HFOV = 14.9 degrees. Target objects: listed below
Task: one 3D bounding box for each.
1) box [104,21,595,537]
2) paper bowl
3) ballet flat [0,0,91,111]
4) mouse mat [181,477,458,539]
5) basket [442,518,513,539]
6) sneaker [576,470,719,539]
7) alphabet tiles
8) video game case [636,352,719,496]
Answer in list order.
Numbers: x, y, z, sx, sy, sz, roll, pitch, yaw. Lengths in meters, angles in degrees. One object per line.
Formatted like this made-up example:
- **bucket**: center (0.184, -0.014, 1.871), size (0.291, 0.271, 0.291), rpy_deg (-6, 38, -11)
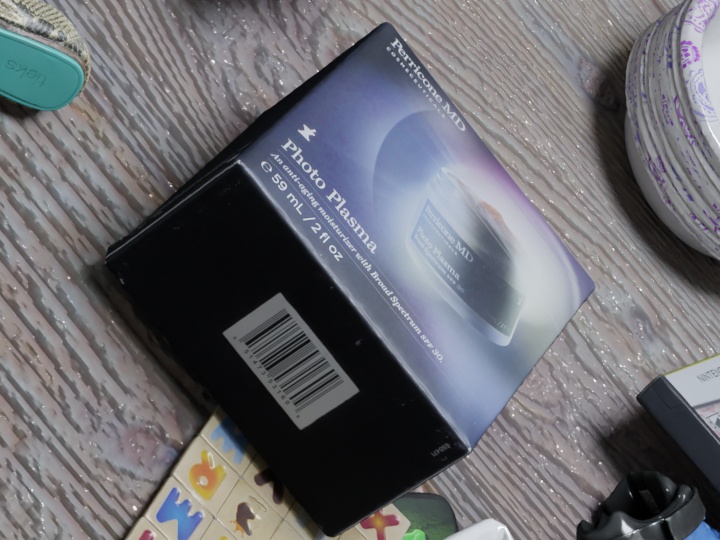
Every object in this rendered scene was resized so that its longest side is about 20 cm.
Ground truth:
- **box**: center (0.000, 0.000, 1.525), size (0.200, 0.123, 0.198), rpy_deg (51, 36, -7)
- **paper bowl**: center (0.256, -0.087, 1.841), size (0.200, 0.104, 0.201), rpy_deg (22, 53, -33)
- **ballet flat**: center (-0.231, -0.142, 1.458), size (0.200, 0.068, 0.075), rpy_deg (20, 32, -41)
- **mouse mat**: center (-0.007, 0.192, 1.499), size (0.200, 0.008, 0.161), rpy_deg (8, 61, -41)
- **basket**: center (0.007, 0.257, 1.344), size (0.198, 0.161, 0.200), rpy_deg (-26, 89, -44)
- **sneaker**: center (0.206, 0.166, 1.661), size (0.200, 0.077, 0.112), rpy_deg (-16, 87, -40)
- **alphabet tiles**: center (-0.044, 0.166, 1.470), size (0.166, 0.006, 0.200), rpy_deg (47, 43, -12)
- **video game case**: center (0.273, 0.134, 1.710), size (0.200, 0.026, 0.181), rpy_deg (49, 23, 14)
